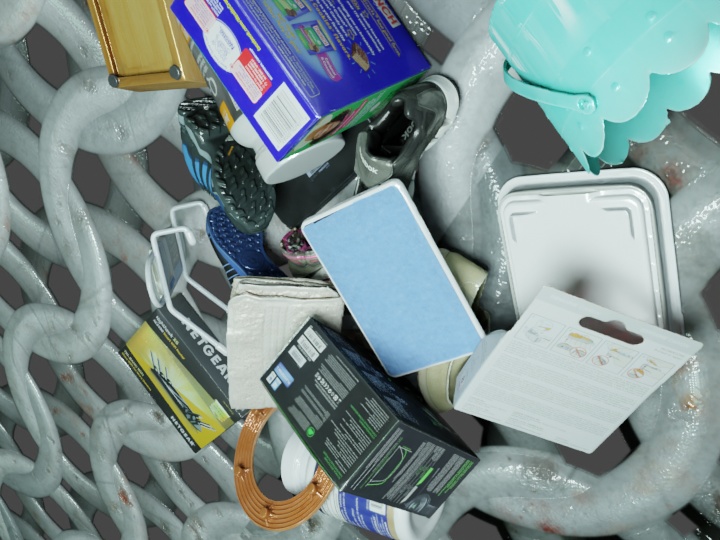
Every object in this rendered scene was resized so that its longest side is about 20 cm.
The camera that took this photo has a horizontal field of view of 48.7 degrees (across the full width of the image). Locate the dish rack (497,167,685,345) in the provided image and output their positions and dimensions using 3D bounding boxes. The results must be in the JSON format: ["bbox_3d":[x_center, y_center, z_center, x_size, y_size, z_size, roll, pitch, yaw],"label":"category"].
[{"bbox_3d":[0.216,0.007,0.773,0.170,0.043,0.202,0,113,36],"label":"dish rack"}]

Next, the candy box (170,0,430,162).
[{"bbox_3d":[-0.047,-0.215,0.739,0.077,0.200,0.170,-34,91,43],"label":"candy box"}]

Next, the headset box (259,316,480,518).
[{"bbox_3d":[0.016,0.165,0.872,0.093,0.200,0.174,-49,50,5],"label":"headset box"}]

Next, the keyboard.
[{"bbox_3d":[-0.061,-0.141,0.911,0.128,0.021,0.200,53,131,-1],"label":"keyboard"}]

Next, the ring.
[{"bbox_3d":[-0.097,0.228,1.023,0.199,0.203,0.019,-11,150,39],"label":"ring"}]

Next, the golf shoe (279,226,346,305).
[{"bbox_3d":[0.000,0.000,0.914,0.198,0.073,0.093,12,137,39],"label":"golf shoe"}]

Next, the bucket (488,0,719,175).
[{"bbox_3d":[0.201,-0.183,0.581,0.135,0.206,0.207,53,133,12],"label":"bucket"}]

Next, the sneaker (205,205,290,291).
[{"bbox_3d":[-0.139,0.007,0.988,0.201,0.070,0.078,53,142,32],"label":"sneaker"}]

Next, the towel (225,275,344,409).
[{"bbox_3d":[-0.088,0.092,0.923,0.131,0.035,0.202,2,128,-4],"label":"towel"}]

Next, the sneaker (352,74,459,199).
[{"bbox_3d":[0.022,-0.105,0.803,0.066,0.090,0.201,43,124,21],"label":"sneaker"}]

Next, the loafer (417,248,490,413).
[{"bbox_3d":[0.105,0.075,0.866,0.068,0.076,0.202,11,124,25],"label":"loafer"}]

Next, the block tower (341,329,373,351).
[{"bbox_3d":[-0.075,0.113,1.033,0.198,0.058,0.055,-7,111,37],"label":"block tower"}]

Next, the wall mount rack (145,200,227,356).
[{"bbox_3d":[-0.213,0.012,1.025,0.074,0.200,0.176,-9,110,2],"label":"wall mount rack"}]

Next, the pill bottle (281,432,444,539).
[{"bbox_3d":[0.001,0.264,1.017,0.198,0.115,0.117,9,119,34],"label":"pill bottle"}]

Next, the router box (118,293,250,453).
[{"bbox_3d":[-0.258,0.157,1.191,0.201,0.052,0.157,51,132,2],"label":"router box"}]

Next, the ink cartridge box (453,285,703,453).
[{"bbox_3d":[0.201,0.090,0.770,0.161,0.057,0.201,19,131,-7],"label":"ink cartridge box"}]

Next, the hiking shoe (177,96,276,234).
[{"bbox_3d":[-0.156,-0.114,0.948,0.201,0.074,0.087,60,154,27],"label":"hiking shoe"}]

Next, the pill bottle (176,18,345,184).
[{"bbox_3d":[-0.100,-0.200,0.824,0.116,0.116,0.202,-29,85,42],"label":"pill bottle"}]

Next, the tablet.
[{"bbox_3d":[0.035,0.014,0.816,0.129,0.014,0.201,-21,108,32],"label":"tablet"}]

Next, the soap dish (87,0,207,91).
[{"bbox_3d":[-0.241,-0.304,0.913,0.156,0.081,0.202,5,118,34],"label":"soap dish"}]
